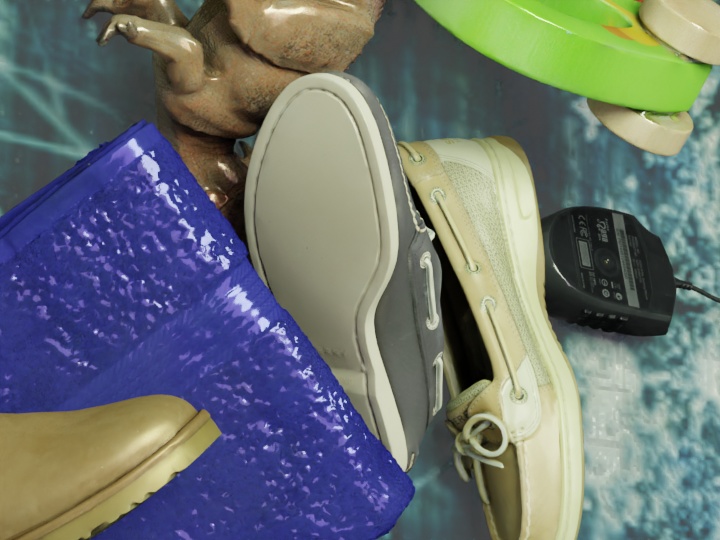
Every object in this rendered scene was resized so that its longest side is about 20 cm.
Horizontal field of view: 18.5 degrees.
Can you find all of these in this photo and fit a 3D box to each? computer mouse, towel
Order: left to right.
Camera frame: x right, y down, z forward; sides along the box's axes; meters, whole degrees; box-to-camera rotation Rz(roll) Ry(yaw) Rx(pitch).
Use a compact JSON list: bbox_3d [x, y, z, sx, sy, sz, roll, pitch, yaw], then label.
[{"bbox_3d":[-0.088,0.058,0.912,0.147,0.050,0.201,-37,98,-4],"label":"towel"},{"bbox_3d":[0.155,0.013,1.076,0.199,0.034,0.059,14,56,-30],"label":"computer mouse"}]

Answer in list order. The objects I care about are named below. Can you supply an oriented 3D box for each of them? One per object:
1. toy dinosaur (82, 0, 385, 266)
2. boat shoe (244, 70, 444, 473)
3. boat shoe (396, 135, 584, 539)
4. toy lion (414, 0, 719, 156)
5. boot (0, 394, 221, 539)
[{"bbox_3d":[-0.036,-0.091,0.929,0.135,0.200,0.086,36,35,-18],"label":"toy dinosaur"},{"bbox_3d":[0.000,0.000,0.937,0.063,0.072,0.201,-42,135,-45],"label":"boat shoe"},{"bbox_3d":[0.053,0.037,0.992,0.063,0.073,0.203,-2,77,-21],"label":"boat shoe"},{"bbox_3d":[0.048,-0.145,0.980,0.190,0.069,0.200,12,31,-30],"label":"toy lion"},{"bbox_3d":[-0.173,0.025,0.839,0.174,0.066,0.201,-29,94,6],"label":"boot"}]
